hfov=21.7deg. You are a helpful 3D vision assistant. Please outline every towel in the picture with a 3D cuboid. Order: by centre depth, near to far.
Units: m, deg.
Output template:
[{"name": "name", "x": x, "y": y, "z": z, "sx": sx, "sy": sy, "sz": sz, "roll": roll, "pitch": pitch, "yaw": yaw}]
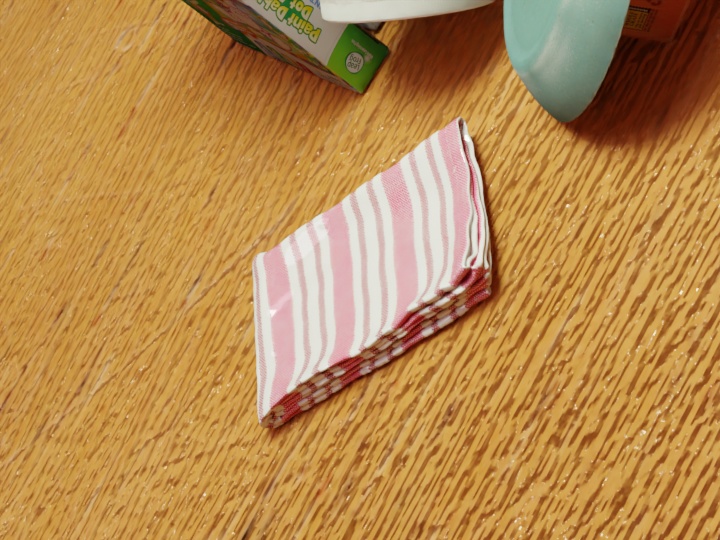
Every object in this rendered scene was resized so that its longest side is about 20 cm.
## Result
[{"name": "towel", "x": 0.000, "y": 0.000, "z": 1.233, "sx": 0.199, "sy": 0.030, "sz": 0.147, "roll": -33, "pitch": 40, "yaw": 26}]

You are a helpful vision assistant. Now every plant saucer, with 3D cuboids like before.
[{"name": "plant saucer", "x": 0.124, "y": -0.193, "z": 1.152, "sx": 0.200, "sy": 0.036, "sz": 0.202, "roll": -172, "pitch": 90, "yaw": -80}]

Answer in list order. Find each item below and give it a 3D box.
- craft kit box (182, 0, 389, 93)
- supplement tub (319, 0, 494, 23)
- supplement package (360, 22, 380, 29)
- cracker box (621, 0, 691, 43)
[{"name": "craft kit box", "x": -0.103, "y": -0.216, "z": 1.377, "sx": 0.049, "sy": 0.197, "sz": 0.200, "roll": -55, "pitch": 36, "yaw": -4}, {"name": "supplement tub", "x": 0.022, "y": -0.276, "z": 1.265, "sx": 0.140, "sy": 0.140, "sz": 0.202, "roll": 10, "pitch": 111, "yaw": 50}, {"name": "supplement package", "x": -0.048, "y": -0.278, "z": 1.431, "sx": 0.200, "sy": 0.119, "sz": 0.122, "roll": 26, "pitch": 83, "yaw": 53}, {"name": "cracker box", "x": 0.179, "y": -0.260, "z": 1.165, "sx": 0.134, "sy": 0.057, "sz": 0.201, "roll": 107, "pitch": 167, "yaw": -50}]
